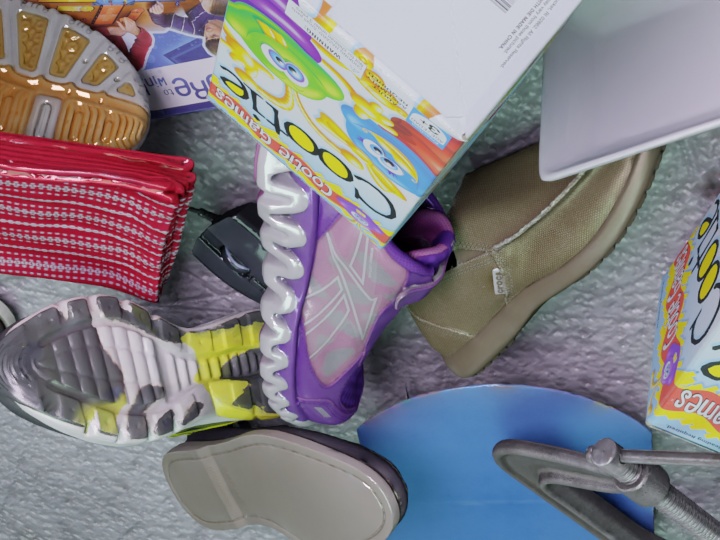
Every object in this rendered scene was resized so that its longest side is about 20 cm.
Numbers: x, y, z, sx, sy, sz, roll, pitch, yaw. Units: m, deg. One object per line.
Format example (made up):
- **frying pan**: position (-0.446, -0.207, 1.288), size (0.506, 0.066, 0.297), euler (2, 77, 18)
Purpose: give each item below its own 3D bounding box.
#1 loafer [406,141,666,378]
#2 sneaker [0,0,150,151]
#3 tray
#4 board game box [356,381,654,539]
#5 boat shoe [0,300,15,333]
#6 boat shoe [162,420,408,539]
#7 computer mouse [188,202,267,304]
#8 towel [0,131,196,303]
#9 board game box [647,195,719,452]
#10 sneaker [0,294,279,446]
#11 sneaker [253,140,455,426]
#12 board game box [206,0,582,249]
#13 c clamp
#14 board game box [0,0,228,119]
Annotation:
- **loafer**: position (0.078, -0.024, 0.911), size (0.067, 0.076, 0.200), euler (33, 129, -6)
- **sneaker**: position (-0.190, -0.077, 0.897), size (0.198, 0.076, 0.088), euler (10, 152, 9)
- **tray**: position (0.167, -0.101, 0.798), size (0.199, 0.108, 0.022), euler (-18, 136, 28)
- **board game box**: position (0.085, 0.113, 1.071), size (0.156, 0.039, 0.201), euler (-2, 138, 9)
- **boat shoe**: position (-0.293, 0.037, 1.073), size (0.199, 0.061, 0.072), euler (4, 134, 10)
- **boat shoe**: position (-0.033, 0.104, 1.025), size (0.199, 0.063, 0.073), euler (-5, 114, 54)
- **computer mouse**: position (-0.085, -0.021, 0.961), size (0.199, 0.034, 0.059), euler (23, 146, -22)
- **towel**: position (-0.154, -0.024, 0.896), size (0.143, 0.023, 0.200), euler (8, 164, -7)
- **board game box**: position (0.220, -0.008, 0.862), size (0.102, 0.105, 0.201), euler (21, 133, -5)
- **sneaker**: position (-0.117, 0.061, 0.994), size (0.084, 0.075, 0.199), euler (-21, 161, 40)
- **sneaker**: position (0.000, 0.000, 0.900), size (0.088, 0.081, 0.201), euler (7, 132, 7)
- **board game box**: position (0.015, -0.096, 0.738), size (0.103, 0.105, 0.200), euler (40, 167, 1)
- **c clamp**: position (0.154, 0.128, 0.970), size (0.170, 0.027, 0.200), euler (6, 157, 40)
- **board game box**: position (-0.111, -0.131, 0.885), size (0.198, 0.035, 0.136), euler (-7, 131, 20)
